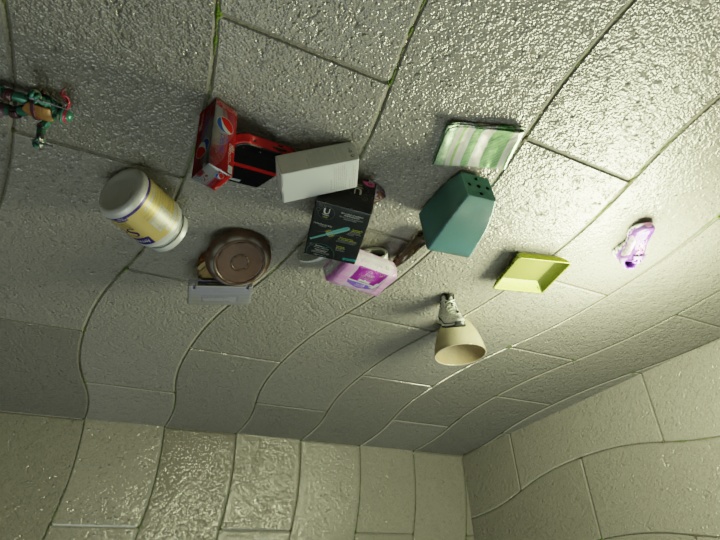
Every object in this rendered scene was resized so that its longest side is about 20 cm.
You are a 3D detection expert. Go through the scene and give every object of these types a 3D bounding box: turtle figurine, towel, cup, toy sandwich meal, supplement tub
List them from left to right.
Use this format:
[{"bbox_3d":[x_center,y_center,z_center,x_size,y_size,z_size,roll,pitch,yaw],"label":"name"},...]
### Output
[{"bbox_3d":[-0.701,-0.341,1.282,0.198,0.101,0.150,15,131,-1],"label":"turtle figurine"},{"bbox_3d":[-0.560,-0.152,1.549,0.144,0.146,0.200,-15,146,17],"label":"supplement tub"},{"bbox_3d":[-0.427,0.003,1.887,0.203,0.071,0.206,-6,151,-3],"label":"toy sandwich meal"},{"bbox_3d":[0.378,0.264,2.311,0.199,0.144,0.201,-2,147,-2],"label":"cup"},{"bbox_3d":[0.296,-0.313,1.507,0.198,0.024,0.153,1,148,-9],"label":"towel"}]

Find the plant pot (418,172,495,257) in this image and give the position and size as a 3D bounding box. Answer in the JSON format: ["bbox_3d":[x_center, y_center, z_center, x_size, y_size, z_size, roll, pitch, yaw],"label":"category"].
[{"bbox_3d":[0.275,-0.163,1.642,0.140,0.142,0.200,9,138,-20],"label":"plant pot"}]

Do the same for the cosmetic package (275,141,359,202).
[{"bbox_3d":[-0.108,-0.244,1.474,0.199,0.074,0.102,-12,144,-15],"label":"cosmetic package"}]

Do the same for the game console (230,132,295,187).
[{"bbox_3d":[-0.275,-0.268,1.464,0.176,0.031,0.199,-24,160,35],"label":"game console"}]

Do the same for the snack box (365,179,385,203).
[{"bbox_3d":[-0.027,-0.185,1.669,0.199,0.024,0.072,-28,138,33],"label":"snack box"}]

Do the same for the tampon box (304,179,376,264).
[{"bbox_3d":[-0.056,-0.140,1.601,0.149,0.127,0.201,13,138,-6],"label":"tampon box"}]

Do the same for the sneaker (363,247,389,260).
[{"bbox_3d":[-0.003,-0.020,1.897,0.199,0.074,0.116,-15,145,1],"label":"sneaker"}]

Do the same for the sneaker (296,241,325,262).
[{"bbox_3d":[-0.101,-0.062,1.816,0.199,0.077,0.080,-16,155,21],"label":"sneaker"}]

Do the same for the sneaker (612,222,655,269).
[{"bbox_3d":[0.880,-0.073,1.891,0.080,0.089,0.201,1,146,-5],"label":"sneaker"}]

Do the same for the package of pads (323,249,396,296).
[{"bbox_3d":[0.000,0.000,1.801,0.199,0.076,0.120,19,135,-33],"label":"package of pads"}]

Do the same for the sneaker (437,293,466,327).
[{"bbox_3d":[0.316,0.140,2.112,0.075,0.116,0.200,-3,-179,-10],"label":"sneaker"}]

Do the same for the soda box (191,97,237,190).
[{"bbox_3d":[-0.322,-0.281,1.321,0.070,0.201,0.063,-29,139,35],"label":"soda box"}]

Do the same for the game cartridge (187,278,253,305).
[{"bbox_3d":[-0.448,0.069,1.895,0.198,0.039,0.130,2,154,-17],"label":"game cartridge"}]

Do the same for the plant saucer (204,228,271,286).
[{"bbox_3d":[-0.364,-0.030,1.787,0.199,0.032,0.201,-10,125,-14],"label":"plant saucer"}]

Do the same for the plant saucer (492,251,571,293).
[{"bbox_3d":[0.571,0.001,2.009,0.198,0.048,0.200,5,146,-14],"label":"plant saucer"}]

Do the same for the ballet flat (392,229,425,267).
[{"bbox_3d":[0.154,-0.068,1.858,0.046,0.067,0.200,49,139,2],"label":"ballet flat"}]
